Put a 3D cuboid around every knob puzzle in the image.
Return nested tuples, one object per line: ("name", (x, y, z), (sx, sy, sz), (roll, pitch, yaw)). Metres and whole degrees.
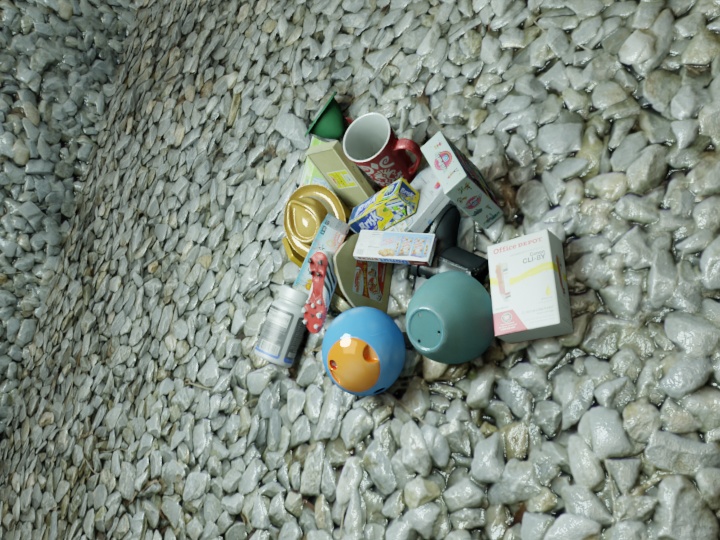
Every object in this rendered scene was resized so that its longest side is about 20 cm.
("knob puzzle", (0.000, 0.000, 1.514), (0.030, 0.217, 0.225), (-6, 69, 44))

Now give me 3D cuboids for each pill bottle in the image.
("pill bottle", (-0.206, 0.151, 1.688), (0.112, 0.113, 0.204), (17, 84, 42))

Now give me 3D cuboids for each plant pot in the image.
("plant pot", (0.173, 0.111, 1.318), (0.197, 0.133, 0.206), (8, 103, 36))

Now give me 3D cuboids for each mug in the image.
("mug", (0.070, -0.275, 1.554), (0.134, 0.200, 0.177), (-50, 55, 1))

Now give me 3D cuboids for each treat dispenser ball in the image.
("treat dispenser ball", (0.007, 0.188, 1.433), (0.198, 0.199, 0.206), (-16, 63, 34))

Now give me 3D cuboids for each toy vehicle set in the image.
("toy vehicle set", (-0.046, -0.242, 1.596), (0.123, 0.201, 0.027), (4, 50, 50))

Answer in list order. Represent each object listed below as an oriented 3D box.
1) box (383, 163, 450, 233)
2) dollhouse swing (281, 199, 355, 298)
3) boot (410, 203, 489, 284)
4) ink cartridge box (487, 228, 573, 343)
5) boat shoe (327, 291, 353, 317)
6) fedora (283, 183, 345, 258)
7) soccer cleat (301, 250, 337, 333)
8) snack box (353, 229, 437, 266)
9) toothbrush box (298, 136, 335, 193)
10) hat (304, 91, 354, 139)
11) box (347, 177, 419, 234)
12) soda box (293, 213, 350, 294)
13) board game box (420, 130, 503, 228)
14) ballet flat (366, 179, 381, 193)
("box", (0.136, -0.154, 1.531), (0.201, 0.041, 0.157), (-52, 27, 13))
("dollhouse swing", (-0.087, -0.050, 1.639), (0.199, 0.181, 0.178), (-39, 33, 21))
("boot", (0.230, -0.043, 1.423), (0.166, 0.077, 0.202), (24, 73, 30))
("ink cartridge box", (0.349, 0.035, 1.281), (0.143, 0.083, 0.205), (-17, 63, 35))
("boat shoe", (-0.078, 0.094, 1.553), (0.063, 0.073, 0.199), (-52, 20, -14))
("fedora", (-0.134, -0.127, 1.590), (0.196, 0.081, 0.206), (0, 89, 26))
("soccer cleat", (-0.091, 0.051, 1.472), (0.067, 0.084, 0.205), (13, 106, 34))
("snack box", (0.079, -0.055, 1.442), (0.196, 0.024, 0.073), (5, 64, 30))
("toothbrush box", (-0.113, -0.260, 1.721), (0.146, 0.084, 0.205), (-127, 51, -69))
("hat", (-0.055, -0.415, 1.846), (0.167, 0.175, 0.201), (-51, 11, 14))
("box", (0.054, -0.150, 1.544), (0.198, 0.070, 0.065), (-27, 34, 46))
("soda box", (-0.097, -0.035, 1.532), (0.202, 0.067, 0.064), (-61, 3, 29))
("board game box", (0.233, -0.202, 1.394), (0.064, 0.198, 0.150), (-37, 53, 21))
("ballet flat", (-0.028, -0.235, 1.709), (0.067, 0.069, 0.198), (-36, 39, -28))
